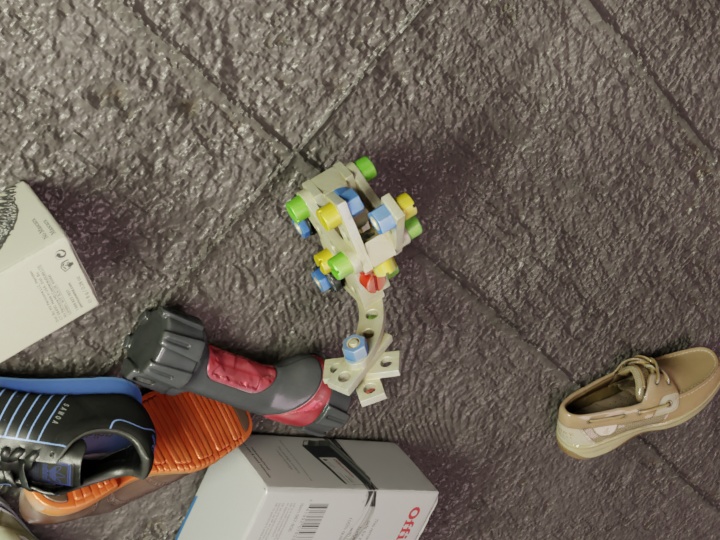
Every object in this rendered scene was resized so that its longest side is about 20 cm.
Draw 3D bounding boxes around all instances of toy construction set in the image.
[{"bbox_3d":[0.000,0.000,1.078,0.092,0.131,0.201,-21,132,-23],"label":"toy construction set"}]

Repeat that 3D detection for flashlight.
[{"bbox_3d":[-0.092,0.078,1.119,0.068,0.068,0.200,-24,145,35],"label":"flashlight"}]

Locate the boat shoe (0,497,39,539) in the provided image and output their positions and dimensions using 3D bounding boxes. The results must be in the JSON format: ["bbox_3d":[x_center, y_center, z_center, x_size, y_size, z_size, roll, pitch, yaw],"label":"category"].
[{"bbox_3d":[-0.262,0.252,1.114,0.072,0.062,0.200,-37,137,-9],"label":"boat shoe"}]

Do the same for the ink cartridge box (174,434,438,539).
[{"bbox_3d":[-0.049,0.227,1.244,0.199,0.084,0.145,9,115,-40],"label":"ink cartridge box"}]

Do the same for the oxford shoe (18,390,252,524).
[{"bbox_3d":[-0.179,0.146,1.113,0.199,0.072,0.073,-15,158,-33],"label":"oxford shoe"}]

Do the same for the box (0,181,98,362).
[{"bbox_3d":[-0.281,0.030,0.923,0.200,0.082,0.069,-32,136,-16],"label":"box"}]

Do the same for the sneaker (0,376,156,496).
[{"bbox_3d":[-0.244,0.122,1.002,0.199,0.078,0.070,-5,127,-20],"label":"sneaker"}]

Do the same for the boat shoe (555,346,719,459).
[{"bbox_3d":[0.290,0.124,1.438,0.199,0.071,0.065,-26,134,-18],"label":"boat shoe"}]
